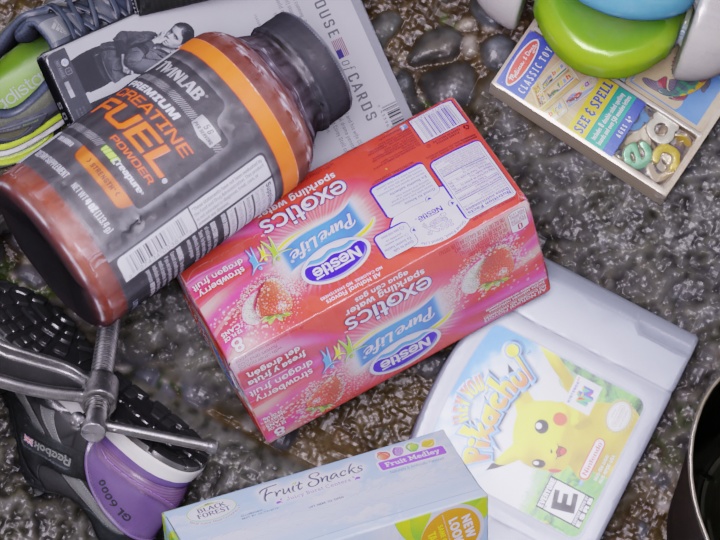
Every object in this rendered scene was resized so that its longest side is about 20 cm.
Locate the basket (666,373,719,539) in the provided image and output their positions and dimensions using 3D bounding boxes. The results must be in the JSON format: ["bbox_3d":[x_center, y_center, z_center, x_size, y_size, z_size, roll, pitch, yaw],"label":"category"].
[{"bbox_3d":[0.243,0.141,1.252,0.136,0.200,0.181,-30,82,-7],"label":"basket"}]

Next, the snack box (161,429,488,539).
[{"bbox_3d":[-0.015,0.202,1.229,0.168,0.201,0.068,-14,39,-17],"label":"snack box"}]

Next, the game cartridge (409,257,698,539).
[{"bbox_3d":[0.104,0.098,1.343,0.133,0.040,0.200,26,80,8],"label":"game cartridge"}]

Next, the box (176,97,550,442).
[{"bbox_3d":[0.000,0.000,1.313,0.200,0.096,0.100,-29,52,-6],"label":"box"}]

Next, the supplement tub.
[{"bbox_3d":[-0.102,-0.065,1.264,0.200,0.107,0.107,-38,82,-17],"label":"supplement tub"}]

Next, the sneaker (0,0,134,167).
[{"bbox_3d":[-0.170,-0.142,1.360,0.200,0.081,0.074,-43,83,-8],"label":"sneaker"}]

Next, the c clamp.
[{"bbox_3d":[-0.171,0.028,1.307,0.170,0.027,0.200,12,38,-16],"label":"c clamp"}]

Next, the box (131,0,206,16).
[{"bbox_3d":[-0.064,-0.256,1.359,0.192,0.048,0.200,-14,52,-1],"label":"box"}]

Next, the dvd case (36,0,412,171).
[{"bbox_3d":[-0.075,-0.101,1.342,0.200,0.025,0.151,-26,97,-19],"label":"dvd case"}]

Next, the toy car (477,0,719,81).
[{"bbox_3d":[0.167,-0.217,1.318,0.174,0.150,0.201,18,80,3],"label":"toy car"}]

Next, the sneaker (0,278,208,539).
[{"bbox_3d":[-0.189,0.087,1.323,0.200,0.076,0.088,41,110,21],"label":"sneaker"}]

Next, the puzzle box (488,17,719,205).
[{"bbox_3d":[0.189,-0.159,1.397,0.133,0.025,0.200,33,81,6],"label":"puzzle box"}]
